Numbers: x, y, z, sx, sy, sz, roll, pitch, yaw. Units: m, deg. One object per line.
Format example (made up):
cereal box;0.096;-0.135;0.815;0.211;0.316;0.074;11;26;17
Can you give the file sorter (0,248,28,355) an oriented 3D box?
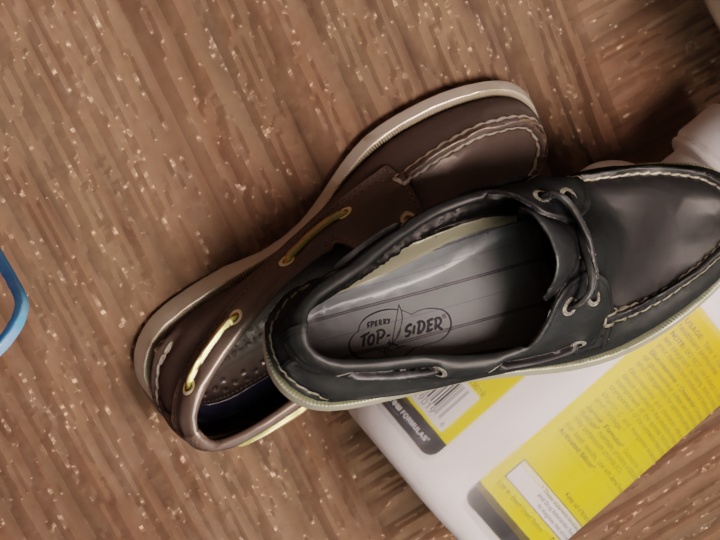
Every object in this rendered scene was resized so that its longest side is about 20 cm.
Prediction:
file sorter;-0.228;-0.030;0.836;0.139;0.123;0.200;-39;123;-2

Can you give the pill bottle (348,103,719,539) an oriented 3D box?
pill bottle;0.099;0.026;1.015;0.200;0.112;0.112;-41;124;-1

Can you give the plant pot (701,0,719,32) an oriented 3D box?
plant pot;0.231;-0.124;0.969;0.173;0.200;0.200;-33;125;13

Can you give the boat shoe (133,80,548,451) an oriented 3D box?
boat shoe;0.000;0.000;0.989;0.200;0.060;0.072;-36;122;-4

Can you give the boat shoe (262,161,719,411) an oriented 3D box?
boat shoe;0.059;0.001;0.924;0.199;0.066;0.075;-12;79;-5
